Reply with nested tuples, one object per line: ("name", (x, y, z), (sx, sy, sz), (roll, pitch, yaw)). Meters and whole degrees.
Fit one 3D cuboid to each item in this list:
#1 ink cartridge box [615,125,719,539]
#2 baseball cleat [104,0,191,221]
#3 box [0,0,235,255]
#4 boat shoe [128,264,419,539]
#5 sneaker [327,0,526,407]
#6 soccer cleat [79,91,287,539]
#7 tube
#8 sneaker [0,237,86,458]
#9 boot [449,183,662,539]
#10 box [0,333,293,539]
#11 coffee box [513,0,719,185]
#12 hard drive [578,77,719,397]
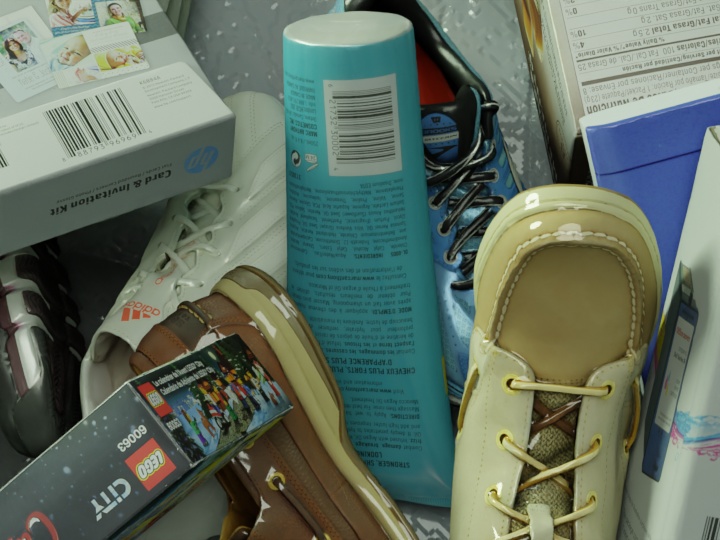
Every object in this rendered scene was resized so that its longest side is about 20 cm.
("ink cartridge box", (0.183, 0.059, 1.065), (0.145, 0.088, 0.201), (9, 106, -8))
("baseball cleat", (-0.119, -0.101, 1.202), (0.106, 0.070, 0.200), (0, 50, 17))
("box", (-0.161, -0.093, 1.112), (0.156, 0.041, 0.200), (-20, 57, -21))
("boat shoe", (-0.025, 0.100, 1.109), (0.067, 0.072, 0.201), (-29, 97, -19))
("sneaker", (0.029, -0.033, 1.159), (0.078, 0.090, 0.200), (-23, 72, -14))
("soccer cleat", (-0.070, 0.015, 1.154), (0.069, 0.077, 0.201), (-6, 67, 46))
("tube", (0.000, 0.000, 1.128), (0.077, 0.050, 0.201), (5, 110, 21))
("sneaker", (-0.186, 0.001, 1.184), (0.115, 0.076, 0.201), (-19, 62, 4))
("boot", (0.068, 0.081, 1.045), (0.073, 0.200, 0.156), (8, 49, -2))
("box", (-0.124, 0.105, 1.022), (0.200, 0.137, 0.038), (-40, 86, 13))
("coffee box", (0.103, -0.133, 1.180), (0.079, 0.114, 0.201), (-10, 72, -1))
("hard drive", (0.171, 0.019, 1.111), (0.132, 0.025, 0.201), (-15, 108, -1))
